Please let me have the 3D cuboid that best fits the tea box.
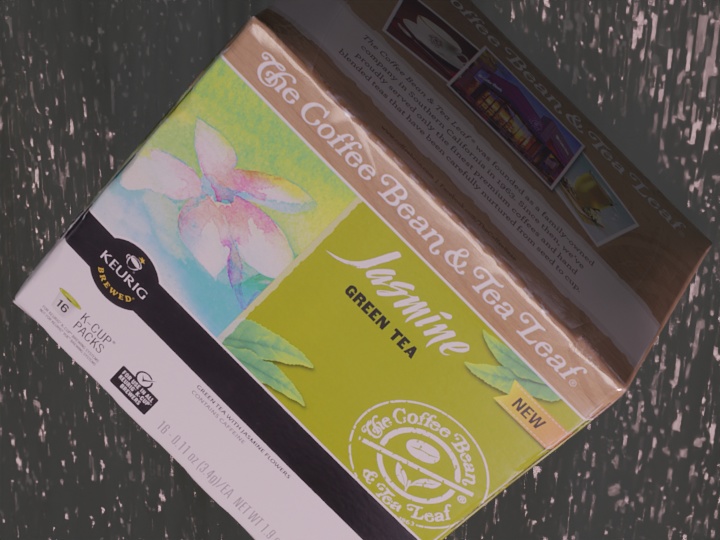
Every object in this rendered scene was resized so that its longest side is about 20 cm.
[{"bbox_3d":[0.000,0.000,0.819,0.200,0.134,0.197,44,126,-1],"label":"tea box"}]
